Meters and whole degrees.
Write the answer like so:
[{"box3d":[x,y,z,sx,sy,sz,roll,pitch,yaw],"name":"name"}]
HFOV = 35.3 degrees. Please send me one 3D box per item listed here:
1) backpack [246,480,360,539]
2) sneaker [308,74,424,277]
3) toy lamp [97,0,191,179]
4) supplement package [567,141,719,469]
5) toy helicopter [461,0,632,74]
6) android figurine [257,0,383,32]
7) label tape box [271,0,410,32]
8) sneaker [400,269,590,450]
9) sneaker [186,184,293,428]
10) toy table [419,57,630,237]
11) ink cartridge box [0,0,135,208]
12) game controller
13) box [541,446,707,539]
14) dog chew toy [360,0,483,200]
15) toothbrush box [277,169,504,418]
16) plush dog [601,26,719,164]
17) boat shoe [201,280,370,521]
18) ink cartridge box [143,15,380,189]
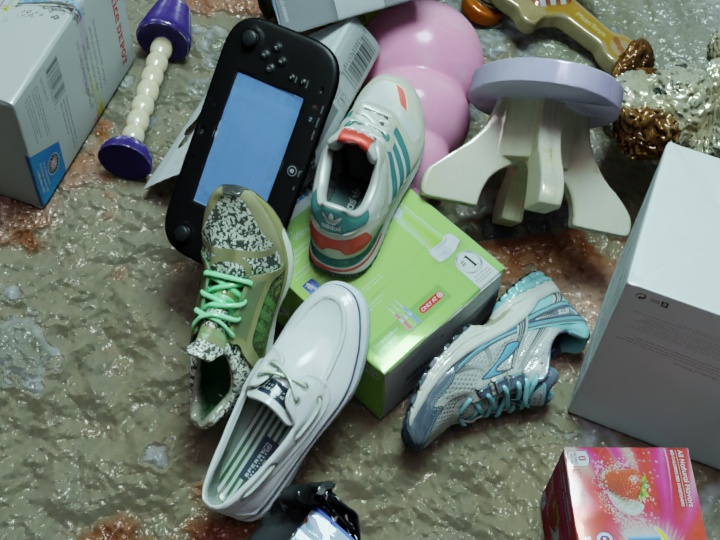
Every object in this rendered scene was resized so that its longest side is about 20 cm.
[{"box3d":[-0.010,0.257,0.746,0.190,0.200,0.155,29,65,8],"name":"backpack"},{"box3d":[0.009,-0.097,0.921,0.070,0.094,0.201,16,60,9],"name":"sneaker"},{"box3d":[-0.204,-0.183,1.092,0.058,0.058,0.201,9,56,3],"name":"toy lamp"},{"box3d":[0.290,0.040,0.890,0.190,0.201,0.148,20,57,9],"name":"supplement package"},{"box3d":[0.213,-0.277,1.181,0.200,0.079,0.132,41,54,9],"name":"toy helicopter"},{"box3d":[-0.001,-0.296,1.158,0.199,0.041,0.182,-23,36,-15],"name":"android figurine"},{"box3d":[0.012,-0.286,1.036,0.198,0.067,0.144,-14,27,0],"name":"label tape box"},{"box3d":[0.115,0.083,0.926,0.086,0.078,0.200,40,64,17],"name":"sneaker"},{"box3d":[-0.100,0.036,0.865,0.076,0.202,0.089,8,22,13],"name":"sneaker"},{"box3d":[0.150,-0.102,0.969,0.182,0.200,0.118,11,87,8],"name":"toy table"},{"box3d":[-0.320,-0.195,1.038,0.143,0.148,0.201,17,57,8],"name":"ink cartridge box"},{"box3d":[-0.087,-0.095,0.902,0.104,0.042,0.201,26,102,26],"name":"game controller"},{"box3d":[0.197,0.236,0.818,0.099,0.096,0.201,1,57,-4],"name":"box"},{"box3d":[0.050,-0.152,1.054,0.123,0.125,0.202,7,65,2],"name":"dog chew toy"},{"box3d":[0.000,0.000,0.966,0.145,0.086,0.200,-40,68,-23],"name":"toothbrush box"},{"box3d":[0.300,-0.137,1.031,0.170,0.162,0.201,12,32,-1],"name":"plush dog"},{"box3d":[-0.054,0.100,0.856,0.073,0.067,0.201,23,88,23],"name":"boat shoe"},{"box3d":[-0.090,-0.136,1.028,0.050,0.199,0.163,46,49,-26],"name":"ink cartridge box"}]
